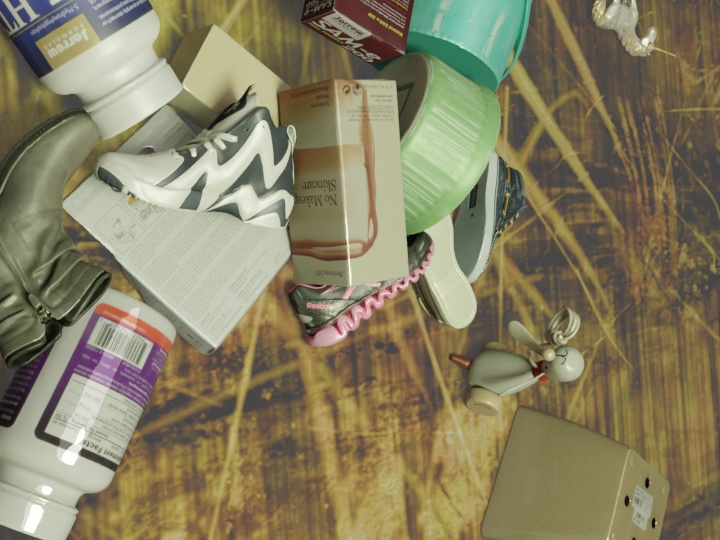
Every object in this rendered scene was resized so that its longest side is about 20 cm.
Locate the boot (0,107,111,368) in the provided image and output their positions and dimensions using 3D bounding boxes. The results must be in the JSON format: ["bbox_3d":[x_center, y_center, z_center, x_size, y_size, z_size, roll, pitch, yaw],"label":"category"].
[{"bbox_3d":[-0.253,-0.026,0.670,0.130,0.068,0.201,36,75,7],"label":"boot"}]

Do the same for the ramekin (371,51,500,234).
[{"bbox_3d":[0.056,-0.152,0.937,0.097,0.199,0.202,30,68,-29],"label":"ramekin"}]

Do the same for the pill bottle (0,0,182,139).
[{"bbox_3d":[-0.247,-0.224,0.705,0.120,0.119,0.201,-47,117,-34],"label":"pill bottle"}]

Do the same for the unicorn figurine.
[{"bbox_3d":[0.463,-0.452,1.423,0.198,0.074,0.139,-3,99,-29],"label":"unicorn figurine"}]

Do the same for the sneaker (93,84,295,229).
[{"bbox_3d":[-0.143,-0.119,0.764,0.198,0.079,0.131,11,96,-29],"label":"sneaker"}]

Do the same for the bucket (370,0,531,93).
[{"bbox_3d":[0.104,-0.307,0.987,0.206,0.206,0.136,25,81,-39],"label":"bucket"}]

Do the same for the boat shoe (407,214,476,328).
[{"bbox_3d":[0.088,-0.020,1.045,0.072,0.060,0.203,-28,106,-25],"label":"boat shoe"}]

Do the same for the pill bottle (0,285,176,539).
[{"bbox_3d":[-0.246,0.120,0.690,0.111,0.111,0.201,37,64,-35],"label":"pill bottle"}]

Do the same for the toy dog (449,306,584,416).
[{"bbox_3d":[0.193,0.121,1.069,0.096,0.200,0.133,28,42,-20],"label":"toy dog"}]

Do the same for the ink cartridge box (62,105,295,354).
[{"bbox_3d":[-0.177,-0.041,0.823,0.200,0.057,0.163,42,59,-9],"label":"ink cartridge box"}]

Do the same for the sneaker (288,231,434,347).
[{"bbox_3d":[0.000,0.000,0.941,0.199,0.079,0.096,-38,97,-22],"label":"sneaker"}]

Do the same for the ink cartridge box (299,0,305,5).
[{"bbox_3d":[-0.068,-0.408,0.906,0.199,0.084,0.147,30,68,-38],"label":"ink cartridge box"}]

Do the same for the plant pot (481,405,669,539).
[{"bbox_3d":[0.322,0.333,1.162,0.199,0.176,0.201,39,63,-34],"label":"plant pot"}]

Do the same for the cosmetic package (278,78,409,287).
[{"bbox_3d":[-0.018,-0.089,0.835,0.087,0.103,0.202,-10,97,-40],"label":"cosmetic package"}]

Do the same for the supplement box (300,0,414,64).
[{"bbox_3d":[0.009,-0.343,0.878,0.108,0.061,0.202,20,76,-40],"label":"supplement box"}]

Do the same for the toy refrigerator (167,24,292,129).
[{"bbox_3d":[-0.112,-0.164,0.864,0.199,0.070,0.076,34,72,-36],"label":"toy refrigerator"}]

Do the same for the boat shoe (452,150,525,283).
[{"bbox_3d":[0.183,-0.068,1.126,0.090,0.071,0.202,24,69,-35],"label":"boat shoe"}]
